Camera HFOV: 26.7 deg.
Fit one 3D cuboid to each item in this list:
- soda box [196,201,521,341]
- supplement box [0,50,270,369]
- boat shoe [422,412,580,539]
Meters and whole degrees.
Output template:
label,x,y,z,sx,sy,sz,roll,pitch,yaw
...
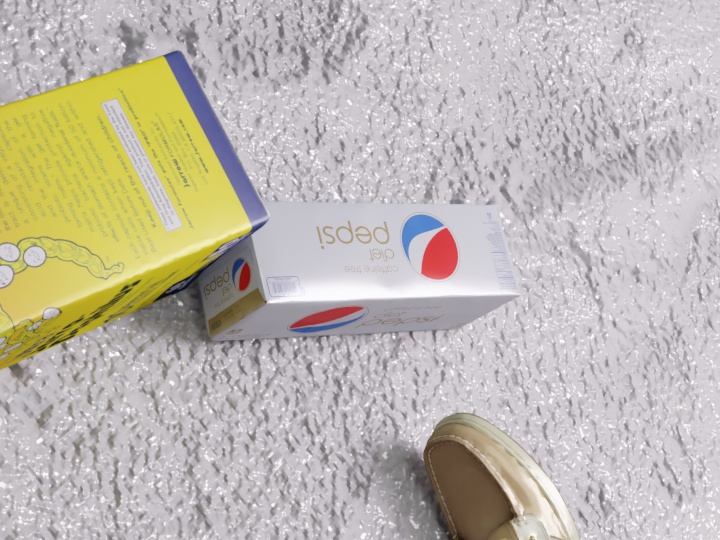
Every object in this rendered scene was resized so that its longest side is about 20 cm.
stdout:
label,x,y,z,sx,sy,sz,roll,pitch,yaw
soda box,0.000,0.000,0.927,0.199,0.068,0.064,0,69,-37
supplement box,-0.168,-0.022,0.799,0.199,0.109,0.110,-25,84,-39
boat shoe,0.094,0.182,0.910,0.066,0.074,0.201,-31,88,-45
